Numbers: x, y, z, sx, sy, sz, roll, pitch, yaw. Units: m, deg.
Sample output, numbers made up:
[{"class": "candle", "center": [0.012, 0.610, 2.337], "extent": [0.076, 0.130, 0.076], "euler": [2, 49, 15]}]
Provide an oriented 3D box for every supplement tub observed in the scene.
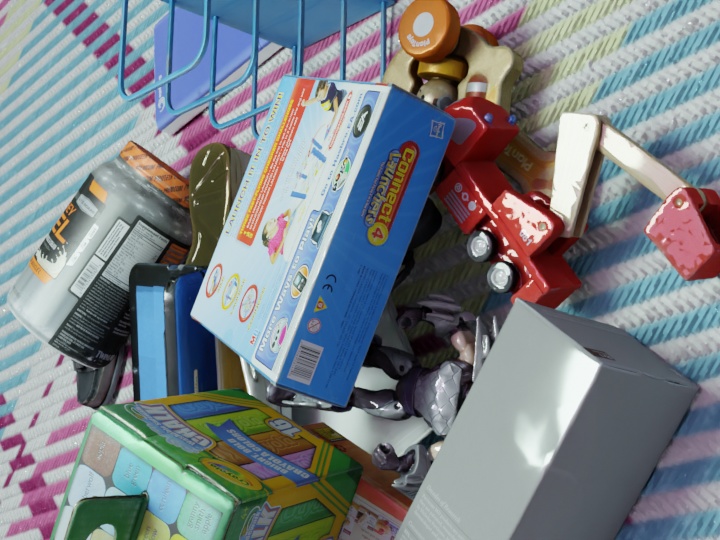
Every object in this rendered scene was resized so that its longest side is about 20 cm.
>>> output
[{"class": "supplement tub", "center": [-0.244, -0.018, 1.131], "extent": [0.201, 0.122, 0.122], "euler": [-54, 42, 0]}]

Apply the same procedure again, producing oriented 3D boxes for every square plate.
[{"class": "square plate", "center": [-0.024, 0.097, 0.926], "extent": [0.200, 0.028, 0.200], "euler": [-47, 47, 30]}]

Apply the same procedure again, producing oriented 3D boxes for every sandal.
[{"class": "sandal", "center": [0.000, 0.000, 0.871], "extent": [0.199, 0.043, 0.076], "euler": [-31, 12, 50]}]

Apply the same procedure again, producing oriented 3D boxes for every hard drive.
[{"class": "hard drive", "center": [-0.148, -0.243, 1.181], "extent": [0.199, 0.025, 0.134], "euler": [-28, 58, 42]}]

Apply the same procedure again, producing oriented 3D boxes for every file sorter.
[{"class": "file sorter", "center": [-0.087, -0.187, 0.959], "extent": [0.138, 0.198, 0.125], "euler": [-14, 70, 46]}]

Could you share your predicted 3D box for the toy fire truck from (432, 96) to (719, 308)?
[{"class": "toy fire truck", "center": [0.129, -0.050, 0.733], "extent": [0.141, 0.048, 0.202], "euler": [-47, 65, 31]}]

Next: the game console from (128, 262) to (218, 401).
[{"class": "game console", "center": [-0.175, 0.100, 0.996], "extent": [0.116, 0.171, 0.204], "euler": [-1, 95, 11]}]

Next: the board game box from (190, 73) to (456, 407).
[{"class": "board game box", "center": [-0.034, -0.031, 0.810], "extent": [0.195, 0.055, 0.203], "euler": [25, 93, 64]}]

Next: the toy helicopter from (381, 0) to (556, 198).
[{"class": "toy helicopter", "center": [0.082, -0.095, 0.830], "extent": [0.200, 0.078, 0.133], "euler": [45, 106, 33]}]

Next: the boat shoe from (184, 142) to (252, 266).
[{"class": "boat shoe", "center": [-0.122, -0.013, 1.065], "extent": [0.072, 0.063, 0.205], "euler": [-8, 78, 36]}]

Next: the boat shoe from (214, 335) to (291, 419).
[{"class": "boat shoe", "center": [-0.092, 0.131, 0.915], "extent": [0.070, 0.069, 0.204], "euler": [-13, 74, 48]}]

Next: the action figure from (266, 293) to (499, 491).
[{"class": "action figure", "center": [0.028, 0.082, 0.801], "extent": [0.198, 0.069, 0.133], "euler": [7, 79, 44]}]

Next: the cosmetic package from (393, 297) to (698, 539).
[{"class": "cosmetic package", "center": [0.106, 0.129, 0.703], "extent": [0.090, 0.106, 0.203], "euler": [36, 104, 47]}]

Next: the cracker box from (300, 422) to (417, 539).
[{"class": "cracker box", "center": [-0.029, 0.232, 0.833], "extent": [0.133, 0.057, 0.203], "euler": [30, 101, 26]}]

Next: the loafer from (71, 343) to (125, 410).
[{"class": "loafer", "center": [-0.287, 0.044, 1.226], "extent": [0.071, 0.062, 0.204], "euler": [-8, 73, 47]}]

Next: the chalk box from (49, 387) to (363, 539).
[{"class": "chalk box", "center": [-0.110, 0.163, 0.733], "extent": [0.123, 0.199, 0.127], "euler": [27, 103, 26]}]
